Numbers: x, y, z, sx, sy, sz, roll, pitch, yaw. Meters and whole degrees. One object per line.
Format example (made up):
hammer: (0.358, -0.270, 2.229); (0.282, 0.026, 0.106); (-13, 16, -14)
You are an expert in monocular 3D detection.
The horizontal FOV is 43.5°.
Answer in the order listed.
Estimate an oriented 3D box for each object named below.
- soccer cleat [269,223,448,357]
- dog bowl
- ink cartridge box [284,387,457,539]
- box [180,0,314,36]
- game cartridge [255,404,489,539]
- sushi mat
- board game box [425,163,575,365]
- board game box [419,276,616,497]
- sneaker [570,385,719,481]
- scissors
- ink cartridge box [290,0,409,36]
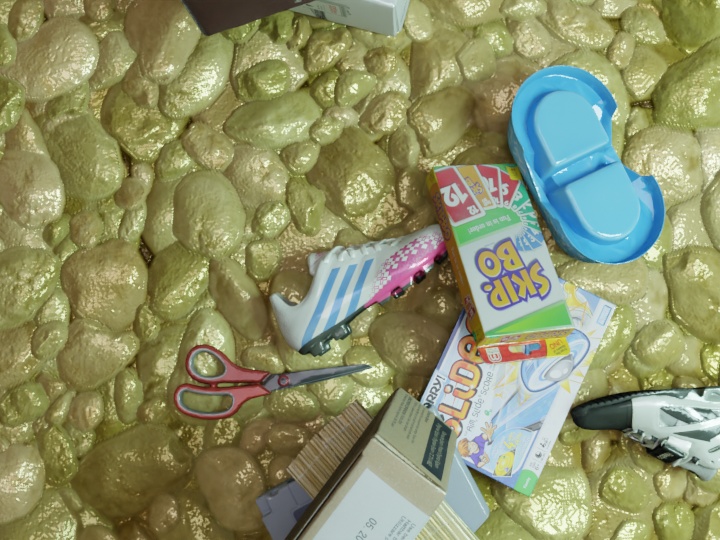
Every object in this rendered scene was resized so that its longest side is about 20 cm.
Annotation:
soccer cleat: (0.000, 0.000, 0.880); (0.199, 0.070, 0.087); (-36, 84, 0)
dog bowl: (0.213, -0.098, 0.879); (0.110, 0.050, 0.202); (-24, 84, -13)
ink cartridge box: (-0.007, 0.211, 0.745); (0.075, 0.165, 0.201); (37, 100, 3)
box: (-0.083, -0.335, 0.786); (0.197, 0.164, 0.168); (-17, 84, 3)
game cartridge: (0.014, 0.231, 0.857); (0.198, 0.041, 0.135); (-28, 86, 10)
sushi mat: (0.027, 0.223, 0.830); (0.096, 0.012, 0.200); (-42, 87, 11)
board game box: (0.131, -0.011, 0.848); (0.094, 0.030, 0.203); (-4, 64, -20)
board game box: (0.145, 0.096, 0.880); (0.134, 0.034, 0.202); (25, 87, 6)
sneaker: (0.298, 0.153, 0.847); (0.196, 0.074, 0.090); (-3, 82, 3)
scissors: (-0.088, 0.119, 0.904); (0.196, 0.014, 0.074); (6, 82, 3)
ink cartridge box: (-0.037, -0.340, 0.908); (0.197, 0.083, 0.149); (15, 85, 5)
